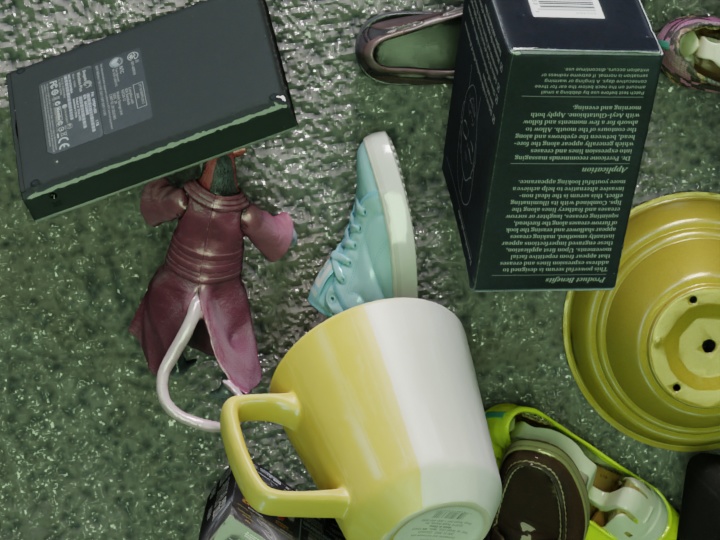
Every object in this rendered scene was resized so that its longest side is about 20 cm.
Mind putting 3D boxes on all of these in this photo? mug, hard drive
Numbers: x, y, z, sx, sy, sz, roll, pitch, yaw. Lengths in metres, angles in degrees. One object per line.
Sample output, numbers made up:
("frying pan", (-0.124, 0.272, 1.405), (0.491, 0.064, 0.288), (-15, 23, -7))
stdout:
("mug", (0.011, 0.133, 1.511), (0.185, 0.154, 0.150), (-23, 144, 0))
("hard drive", (-0.151, -0.122, 1.536), (0.198, 0.140, 0.033), (-20, 136, 4))

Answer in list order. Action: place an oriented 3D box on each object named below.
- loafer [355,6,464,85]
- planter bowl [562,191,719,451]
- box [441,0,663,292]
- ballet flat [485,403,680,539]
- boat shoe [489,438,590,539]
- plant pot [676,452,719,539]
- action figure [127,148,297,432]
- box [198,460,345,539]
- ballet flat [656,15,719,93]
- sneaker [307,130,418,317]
("loafer", (0.095, -0.163, 1.561), (0.198, 0.063, 0.073), (-7, 101, 1))
("planter bowl", (0.252, 0.048, 1.593), (0.198, 0.083, 0.203), (0, 101, 0))
("box", (0.127, -0.107, 1.487), (0.106, 0.149, 0.201), (0, 129, -9))
("ballet flat", (0.175, 0.165, 1.618), (0.199, 0.067, 0.067), (35, 67, -5))
("boat shoe", (0.126, 0.217, 1.597), (0.071, 0.072, 0.201), (12, 128, 13))
("plant pot", (0.334, 0.255, 1.548), (0.197, 0.177, 0.202), (8, 94, -3))
("action figure", (-0.120, -0.008, 1.557), (0.133, 0.149, 0.202), (11, 115, 4))
("box", (-0.025, 0.229, 1.592), (0.199, 0.158, 0.050), (35, 99, -7))
("ballet flat", (0.312, -0.145, 1.561), (0.198, 0.071, 0.070), (10, 101, -2))
("sneaker", (0.000, 0.000, 1.588), (0.081, 0.074, 0.202), (-6, 101, -4))
